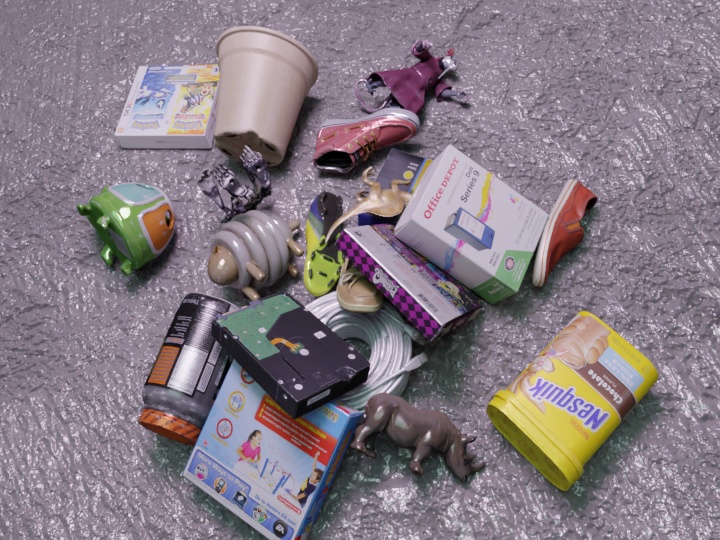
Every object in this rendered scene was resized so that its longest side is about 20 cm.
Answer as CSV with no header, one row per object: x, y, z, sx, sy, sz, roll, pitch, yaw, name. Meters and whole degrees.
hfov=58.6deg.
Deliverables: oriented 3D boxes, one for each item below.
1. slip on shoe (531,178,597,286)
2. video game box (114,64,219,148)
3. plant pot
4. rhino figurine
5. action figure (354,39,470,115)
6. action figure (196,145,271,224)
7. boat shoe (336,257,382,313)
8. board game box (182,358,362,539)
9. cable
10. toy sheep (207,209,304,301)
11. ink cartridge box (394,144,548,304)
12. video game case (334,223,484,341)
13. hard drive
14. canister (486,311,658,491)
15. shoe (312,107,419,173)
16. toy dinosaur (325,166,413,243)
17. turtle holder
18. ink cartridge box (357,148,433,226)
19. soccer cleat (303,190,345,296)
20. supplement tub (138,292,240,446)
0.322,-0.058,1.016,0.060,0.075,0.202,24,64,17,slip on shoe
-0.377,-0.332,1.294,0.194,0.047,0.187,2,65,11,video game box
-0.187,-0.303,1.176,0.194,0.201,0.189,6,73,12,plant pot
0.086,0.234,0.885,0.195,0.060,0.090,21,72,-6,rhino figurine
0.111,-0.352,1.212,0.199,0.136,0.148,-38,19,-25,action figure
-0.201,-0.146,1.069,0.118,0.200,0.103,-35,91,-15,action figure
0.002,0.000,0.982,0.071,0.065,0.202,5,24,3,boat shoe
-0.124,0.243,0.895,0.196,0.056,0.200,26,91,21,board game box
-0.017,0.127,0.973,0.198,0.070,0.200,-38,62,-10,cable
-0.169,-0.033,1.053,0.137,0.141,0.198,34,42,24,toy sheep
0.170,-0.070,0.989,0.197,0.087,0.147,33,68,-6,ink cartridge box
0.078,0.008,0.954,0.200,0.180,0.036,44,115,17,video game case
-0.099,0.110,0.892,0.138,0.039,0.198,-19,44,-42,hard drive
0.293,0.172,0.886,0.199,0.087,0.148,-41,63,-15,canister
0.009,-0.227,1.149,0.194,0.072,0.093,-3,53,19,shoe
0.024,-0.115,1.043,0.194,0.059,0.102,-15,45,-10,toy dinosaur
-0.405,-0.084,1.128,0.131,0.143,0.183,-39,21,-29,turtle holder
0.100,-0.097,1.088,0.193,0.047,0.203,19,65,18,ink cartridge box
-0.064,-0.037,1.063,0.063,0.084,0.205,17,53,-18,soccer cleat
-0.250,0.149,0.969,0.119,0.123,0.205,12,65,15,supplement tub
